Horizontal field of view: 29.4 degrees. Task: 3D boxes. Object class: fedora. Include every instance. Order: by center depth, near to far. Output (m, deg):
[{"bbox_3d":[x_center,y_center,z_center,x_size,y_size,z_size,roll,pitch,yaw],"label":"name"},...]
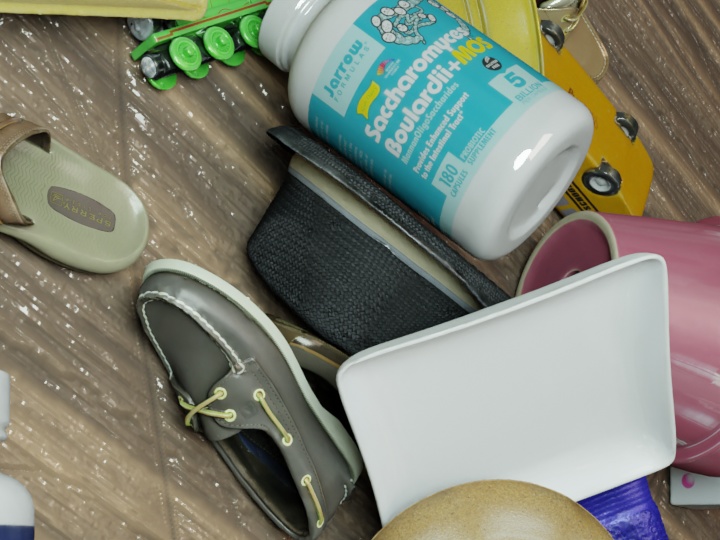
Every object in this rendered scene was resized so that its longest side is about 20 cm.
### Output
[{"bbox_3d":[0.000,0.000,0.863,0.200,0.201,0.092,38,91,-34],"label":"fedora"}]

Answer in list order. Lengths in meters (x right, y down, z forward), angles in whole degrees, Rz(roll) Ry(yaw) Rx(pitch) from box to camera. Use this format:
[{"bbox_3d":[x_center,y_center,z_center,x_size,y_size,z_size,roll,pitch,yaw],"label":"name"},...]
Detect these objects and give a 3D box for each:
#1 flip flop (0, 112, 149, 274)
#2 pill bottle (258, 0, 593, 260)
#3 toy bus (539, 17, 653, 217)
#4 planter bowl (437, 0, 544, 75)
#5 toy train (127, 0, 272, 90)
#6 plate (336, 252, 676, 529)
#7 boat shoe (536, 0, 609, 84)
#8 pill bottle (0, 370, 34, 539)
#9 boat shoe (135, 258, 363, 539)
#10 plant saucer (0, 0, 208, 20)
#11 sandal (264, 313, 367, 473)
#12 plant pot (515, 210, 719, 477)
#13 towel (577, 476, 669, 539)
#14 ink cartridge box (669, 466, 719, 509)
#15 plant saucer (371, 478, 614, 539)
[{"bbox_3d":[-0.188,-0.050,0.732,0.200,0.057,0.081,25,65,-40],"label":"flip flop"},{"bbox_3d":[0.033,-0.104,0.829,0.200,0.111,0.111,38,45,18],"label":"pill bottle"},{"bbox_3d":[0.155,-0.111,1.072,0.200,0.078,0.065,43,55,-31],"label":"toy bus"},{"bbox_3d":[0.056,-0.146,0.946,0.083,0.200,0.201,-8,87,-10],"label":"planter bowl"},{"bbox_3d":[-0.071,-0.167,0.887,0.200,0.042,0.057,-28,92,-44],"label":"toy train"},{"bbox_3d":[0.093,0.083,0.835,0.032,0.199,0.200,-113,-174,-46],"label":"plate"},{"bbox_3d":[0.143,-0.213,1.088,0.200,0.066,0.074,37,58,-34],"label":"boat shoe"},{"bbox_3d":[-0.211,0.146,0.629,0.119,0.119,0.201,9,75,-43],"label":"pill bottle"},{"bbox_3d":[-0.069,0.080,0.816,0.201,0.072,0.061,53,46,-27],"label":"boat shoe"},{"bbox_3d":[-0.191,-0.235,0.769,0.199,0.048,0.201,-7,87,-42],"label":"plant saucer"},{"bbox_3d":[0.000,0.098,0.881,0.200,0.082,0.055,40,76,-37],"label":"sandal"},{"bbox_3d":[0.223,0.041,1.047,0.178,0.200,0.201,18,69,-25],"label":"plant pot"},{"bbox_3d":[0.141,0.187,0.966,0.050,0.147,0.201,-96,168,-82],"label":"towel"},{"bbox_3d":[0.348,0.096,1.139,0.043,0.200,0.197,14,72,-42],"label":"ink cartridge box"},{"bbox_3d":[0.083,0.230,0.844,0.199,0.035,0.201,-2,98,-11],"label":"plant saucer"}]
